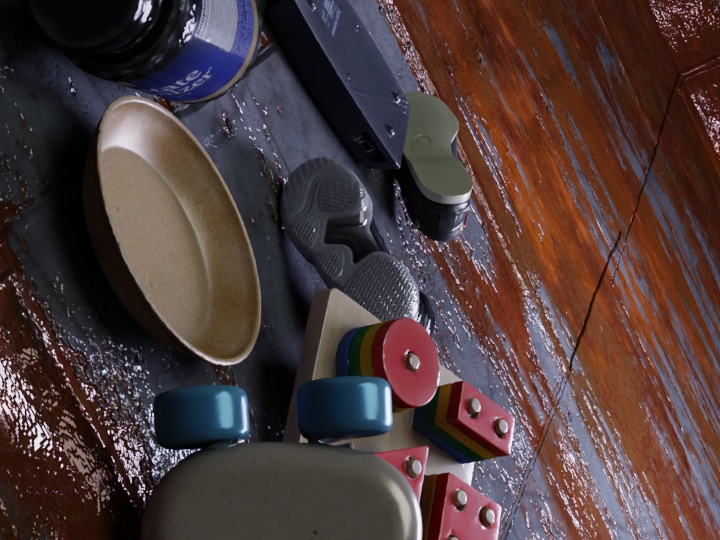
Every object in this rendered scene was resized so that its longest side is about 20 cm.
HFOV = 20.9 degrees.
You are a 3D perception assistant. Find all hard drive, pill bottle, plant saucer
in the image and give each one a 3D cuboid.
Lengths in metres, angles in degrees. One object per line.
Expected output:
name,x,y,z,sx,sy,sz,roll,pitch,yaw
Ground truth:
hard drive,-0.019,-0.199,1.841,0.200,0.042,0.135,56,24,-27
pill bottle,-0.153,-0.184,1.382,0.112,0.111,0.200,71,16,9
plant saucer,-0.138,-0.023,1.363,0.200,0.035,0.201,51,26,-37

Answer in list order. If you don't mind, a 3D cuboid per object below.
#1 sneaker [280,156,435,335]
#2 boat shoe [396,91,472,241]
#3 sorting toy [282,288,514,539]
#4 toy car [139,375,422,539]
sneaker,0.000,0.000,1.633,0.200,0.075,0.114,60,0,38
boat shoe,0.065,-0.108,1.936,0.202,0.073,0.063,-104,-161,-50
sorting toy,0.035,0.140,1.481,0.199,0.069,0.201,37,53,-38
toy car,-0.054,0.177,1.284,0.200,0.176,0.185,110,-24,-78
